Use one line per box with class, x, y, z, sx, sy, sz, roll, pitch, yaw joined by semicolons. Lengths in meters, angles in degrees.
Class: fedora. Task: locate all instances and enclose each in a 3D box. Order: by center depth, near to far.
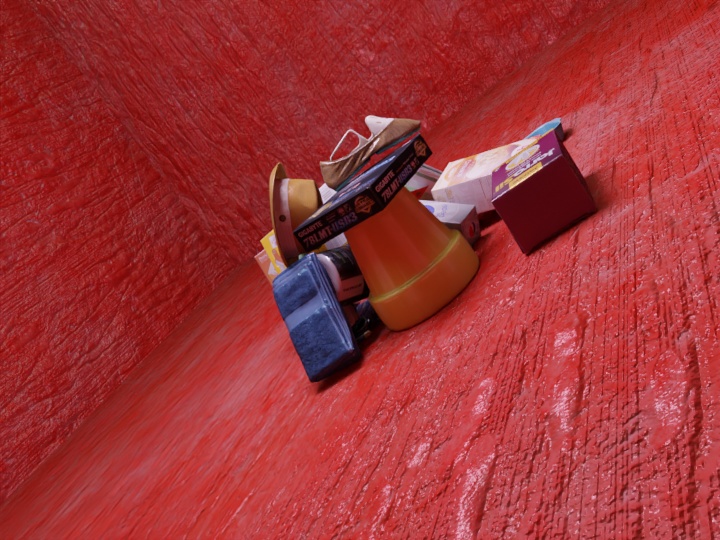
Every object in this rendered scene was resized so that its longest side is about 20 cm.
fedora;-0.109;-0.099;1.311;0.080;0.205;0.201;-8;16;6

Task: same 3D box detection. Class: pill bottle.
pill bottle;0.000;0.000;1.349;0.198;0.108;0.106;-17;-5;-41

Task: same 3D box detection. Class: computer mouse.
computer mouse;-0.038;0.097;1.333;0.110;0.044;0.200;-45;21;5

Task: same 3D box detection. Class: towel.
towel;-0.081;0.082;1.239;0.111;0.203;0.048;-32;-19;19
towel;-0.008;0.091;1.416;0.198;0.024;0.145;-34;12;25
towel;0.126;-0.166;1.637;0.200;0.147;0.031;-42;40;46

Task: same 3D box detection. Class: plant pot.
plant pot;0.073;-0.035;1.228;0.199;0.190;0.201;-35;12;8

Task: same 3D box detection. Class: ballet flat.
ballet flat;0.010;-0.221;1.255;0.198;0.073;0.068;-35;8;10

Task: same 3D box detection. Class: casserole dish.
casserole dish;0.364;-0.256;1.566;0.199;0.039;0.121;-40;11;0

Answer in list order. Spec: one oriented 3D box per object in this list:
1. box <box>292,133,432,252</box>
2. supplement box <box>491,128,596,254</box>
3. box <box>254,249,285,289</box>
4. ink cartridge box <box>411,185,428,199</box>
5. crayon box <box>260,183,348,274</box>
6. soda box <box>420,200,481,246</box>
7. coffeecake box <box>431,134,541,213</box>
box;0.005;-0.129;1.209;0.198;0.050;0.199;-27;17;43
supplement box;0.286;-0.131;1.152;0.130;0.104;0.201;-33;13;20
box;-0.111;0.019;1.524;0.123;0.202;0.097;-34;-5;15
ink cartridge box;0.064;-0.095;1.603;0.161;0.058;0.200;-22;-14;-34
crayon box;-0.090;-0.065;1.415;0.199;0.127;0.051;-37;-18;21
soda box;0.126;-0.088;1.369;0.197;0.069;0.063;11;42;37
coffeecake box;0.255;-0.178;1.393;0.197;0.074;0.154;-14;22;28
